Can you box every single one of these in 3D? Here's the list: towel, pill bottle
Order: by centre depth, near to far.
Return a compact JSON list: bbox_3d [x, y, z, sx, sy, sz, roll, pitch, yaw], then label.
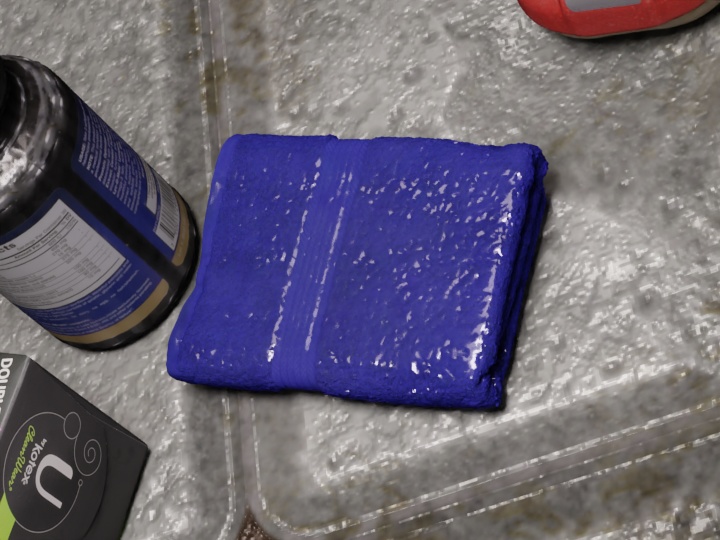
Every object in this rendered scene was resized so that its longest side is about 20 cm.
[{"bbox_3d":[0.000,0.000,1.103,0.199,0.050,0.149,3,71,31],"label":"towel"},{"bbox_3d":[-0.183,-0.047,1.133,0.111,0.200,0.112,-15,55,22],"label":"pill bottle"}]

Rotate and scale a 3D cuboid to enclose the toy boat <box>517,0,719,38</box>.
[{"bbox_3d":[0.131,-0.231,1.099,0.130,0.131,0.201,-6,67,27],"label":"toy boat"}]

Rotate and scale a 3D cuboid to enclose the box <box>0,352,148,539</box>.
[{"bbox_3d":[-0.242,0.127,1.111,0.199,0.124,0.149,4,65,31],"label":"box"}]
